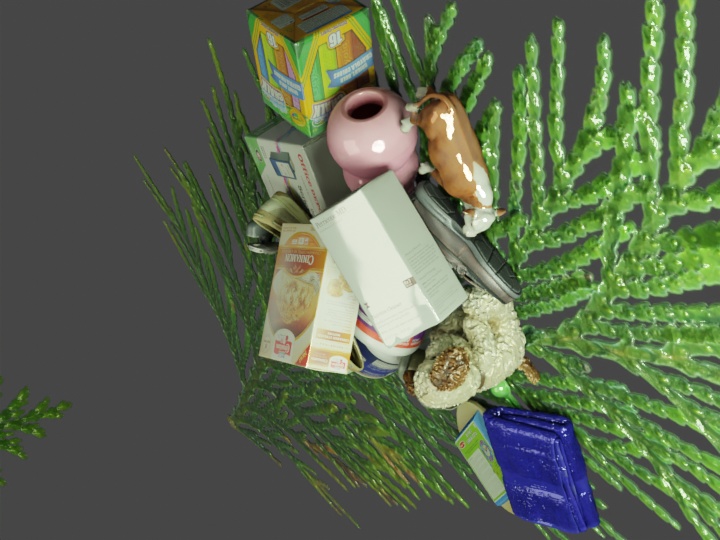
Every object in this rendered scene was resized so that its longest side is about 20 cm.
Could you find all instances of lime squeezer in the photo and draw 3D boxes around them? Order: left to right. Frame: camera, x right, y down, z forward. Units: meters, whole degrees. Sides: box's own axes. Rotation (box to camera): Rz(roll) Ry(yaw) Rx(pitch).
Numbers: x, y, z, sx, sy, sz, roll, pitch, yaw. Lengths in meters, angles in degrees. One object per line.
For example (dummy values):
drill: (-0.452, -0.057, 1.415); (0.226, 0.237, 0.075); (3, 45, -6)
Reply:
lime squeezer: (0.190, 0.177, 1.689); (0.199, 0.071, 0.038); (27, 139, -14)

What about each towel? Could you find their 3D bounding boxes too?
towel: (0.259, 0.292, 1.660); (0.146, 0.050, 0.202); (3, 126, 37)

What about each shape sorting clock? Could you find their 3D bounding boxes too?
shape sorting clock: (0.213, 0.297, 1.829); (0.200, 0.039, 0.201); (51, 159, 28)

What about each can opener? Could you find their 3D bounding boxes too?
can opener: (-0.091, -0.059, 1.837); (0.053, 0.198, 0.068); (23, 116, 54)

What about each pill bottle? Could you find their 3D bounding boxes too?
pill bottle: (0.047, 0.095, 1.817); (0.120, 0.119, 0.200); (56, 157, 5)
pill bottle: (0.064, 0.012, 1.612); (0.112, 0.112, 0.202); (41, 120, 36)

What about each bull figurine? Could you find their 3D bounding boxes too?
bull figurine: (0.116, -0.142, 1.449); (0.121, 0.065, 0.202); (29, 144, 53)

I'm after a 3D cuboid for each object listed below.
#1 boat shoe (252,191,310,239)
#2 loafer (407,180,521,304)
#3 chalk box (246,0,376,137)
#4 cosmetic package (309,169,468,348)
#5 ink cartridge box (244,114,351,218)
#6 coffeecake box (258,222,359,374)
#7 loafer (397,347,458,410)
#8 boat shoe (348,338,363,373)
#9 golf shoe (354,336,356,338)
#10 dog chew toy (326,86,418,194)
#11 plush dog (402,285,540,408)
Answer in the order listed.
boat shoe: (-0.079, -0.032, 1.774); (0.201, 0.063, 0.073); (47, 163, -4)
loafer: (0.130, -0.028, 1.516); (0.063, 0.072, 0.200); (-42, 90, 25)
chalk box: (-0.061, -0.275, 1.576); (0.124, 0.124, 0.201); (40, 152, 38)
cosmetic package: (0.037, -0.016, 1.493); (0.112, 0.081, 0.201); (-30, 95, 43)
ink cartridge box: (-0.082, -0.158, 1.794); (0.199, 0.087, 0.146); (18, 135, 55)
coffeecake box: (-0.067, 0.038, 1.647); (0.153, 0.072, 0.202); (4, 84, 59)
loafer: (0.123, 0.174, 1.754); (0.069, 0.076, 0.200); (15, 169, 31)
boat shoe: (-0.048, 0.073, 1.770); (0.076, 0.072, 0.201); (3, 131, 49)
golf shoe: (0.000, 0.000, 1.710); (0.072, 0.091, 0.202); (5, 80, 65)
dog chew toy: (0.026, -0.151, 1.565); (0.124, 0.124, 0.201); (39, 159, 38)
plush dog: (0.144, 0.129, 1.588); (0.161, 0.171, 0.200); (55, 156, 7)
